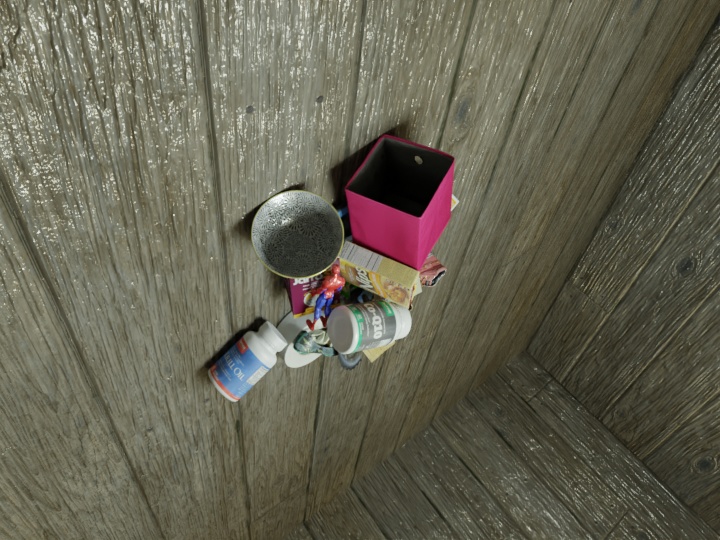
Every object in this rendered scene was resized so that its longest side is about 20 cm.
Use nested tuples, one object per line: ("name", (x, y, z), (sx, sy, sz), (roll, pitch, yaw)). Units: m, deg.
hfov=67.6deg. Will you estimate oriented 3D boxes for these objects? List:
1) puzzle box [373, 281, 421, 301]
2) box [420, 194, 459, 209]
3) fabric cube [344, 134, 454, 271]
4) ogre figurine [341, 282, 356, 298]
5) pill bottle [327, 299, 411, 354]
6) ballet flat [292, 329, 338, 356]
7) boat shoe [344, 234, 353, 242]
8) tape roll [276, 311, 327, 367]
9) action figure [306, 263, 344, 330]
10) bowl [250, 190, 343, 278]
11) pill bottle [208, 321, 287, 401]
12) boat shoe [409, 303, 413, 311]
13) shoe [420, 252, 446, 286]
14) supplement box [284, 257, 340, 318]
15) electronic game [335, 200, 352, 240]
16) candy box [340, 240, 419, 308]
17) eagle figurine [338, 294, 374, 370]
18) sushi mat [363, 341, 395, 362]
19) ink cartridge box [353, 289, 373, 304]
("puzzle box", (0.098, 0.021, 1.486), (0.198, 0.025, 0.136), (-21, 102, -49))
("box", (0.153, -0.161, 1.467), (0.201, 0.102, 0.112), (-49, 133, 7))
("fabric cube", (0.098, -0.158, 1.269), (0.202, 0.193, 0.201), (-57, 156, -27))
("ogre figurine", (0.000, 0.000, 1.500), (0.118, 0.098, 0.203), (-26, 144, -23))
("pill bottle", (0.025, 0.133, 1.324), (0.197, 0.113, 0.115), (-6, 134, -41))
("ballet flat", (-0.107, 0.199, 1.498), (0.075, 0.074, 0.199), (-52, 153, 13))
("boat shoe", (0.049, -0.042, 1.370), (0.195, 0.092, 0.072), (-2, 137, -16))
("tape roll", (-0.154, 0.182, 1.555), (0.200, 0.071, 0.205), (-32, 148, -23))
("action figure", (-0.082, 0.059, 1.268), (0.064, 0.052, 0.202), (-6, 141, -30))
("bowl", (-0.136, -0.061, 1.168), (0.199, 0.202, 0.095), (-34, 165, -19))
("pill bottle", (-0.288, 0.230, 1.396), (0.200, 0.112, 0.112), (-45, 151, -4))
("boat shoe", (0.119, 0.092, 1.562), (0.201, 0.075, 0.072), (-52, 170, -48))
("shoe", (0.193, 0.023, 1.790), (0.198, 0.091, 0.072), (-34, 150, -20))
("supplement box", (-0.120, 0.007, 1.311), (0.128, 0.105, 0.202), (-13, 142, -11))
("electronic game", (-0.040, -0.099, 1.380), (0.198, 0.042, 0.202), (-33, 149, -23))
("candy box", (0.042, 0.011, 1.316), (0.116, 0.196, 0.056), (89, 26, -62))
("eagle figurine", (-0.016, 0.168, 1.527), (0.150, 0.152, 0.201), (-22, 157, -47))
("sushi mat", (0.042, 0.194, 1.497), (0.095, 0.012, 0.201), (-37, 150, -5))
("ink cartridge box", (0.051, 0.074, 1.648), (0.202, 0.076, 0.136), (-57, 169, 16))
